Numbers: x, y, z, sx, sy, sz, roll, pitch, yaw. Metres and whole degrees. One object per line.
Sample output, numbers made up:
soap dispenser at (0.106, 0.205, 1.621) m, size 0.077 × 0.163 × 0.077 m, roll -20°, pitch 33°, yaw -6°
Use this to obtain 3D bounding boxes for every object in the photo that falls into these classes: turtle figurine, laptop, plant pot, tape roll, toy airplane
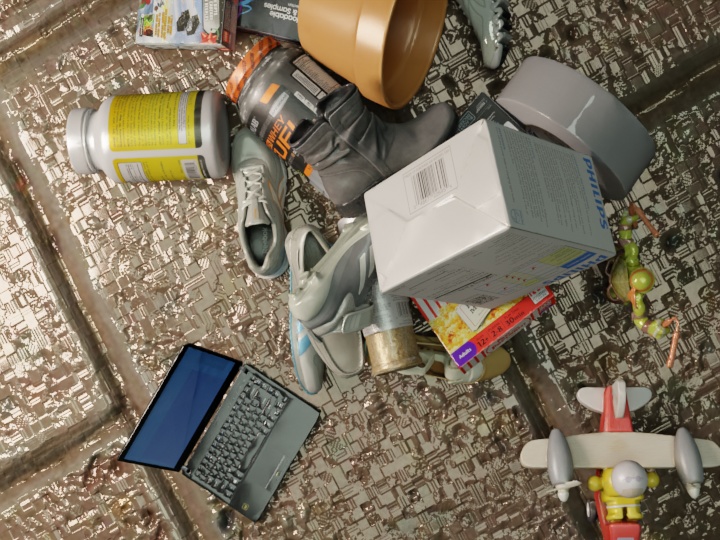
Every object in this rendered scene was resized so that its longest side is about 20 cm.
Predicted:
turtle figurine at (0.339, 0.019, 1.166) m, size 0.063 × 0.161 × 0.205 m, roll -16°, pitch 91°, yaw 3°
laptop at (-0.182, 0.218, 1.227) m, size 0.198 × 0.103 × 0.179 m, roll 32°, pitch 93°, yaw 2°
plant pot at (0.012, -0.321, 1.170) m, size 0.138 × 0.200 × 0.204 m, roll 20°, pitch 93°, yaw 19°
tape roll at (0.262, -0.173, 1.144) m, size 0.199 × 0.200 × 0.067 m, roll 37°, pitch 90°, yaw 1°
toy airplane at (0.333, 0.240, 1.183) m, size 0.200 × 0.141 × 0.199 m, roll -45°, pitch 88°, yaw 3°

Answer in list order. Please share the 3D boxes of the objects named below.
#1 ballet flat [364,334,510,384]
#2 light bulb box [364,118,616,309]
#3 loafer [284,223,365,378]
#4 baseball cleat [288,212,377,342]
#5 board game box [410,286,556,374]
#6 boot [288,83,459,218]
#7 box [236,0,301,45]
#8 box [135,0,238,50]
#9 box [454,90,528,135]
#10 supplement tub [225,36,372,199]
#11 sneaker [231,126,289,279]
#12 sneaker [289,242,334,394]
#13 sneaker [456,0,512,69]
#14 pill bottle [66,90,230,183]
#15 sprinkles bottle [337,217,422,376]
ballet flat at (0.100, 0.122, 1.227) m, size 0.195 × 0.063 × 0.070 m, roll 7°, pitch 119°, yaw 5°
light bulb box at (0.144, -0.053, 1.046) m, size 0.197 × 0.197 × 0.128 m, roll -27°, pitch 64°, yaw 42°
loafer at (-0.042, 0.041, 1.166) m, size 0.069 × 0.070 × 0.204 m, roll -24°, pitch 96°, yaw -15°
baseball cleat at (0.000, 0.000, 1.122) m, size 0.200 × 0.069 × 0.107 m, roll -44°, pitch 114°, yaw -13°
board game box at (0.134, 0.005, 1.202) m, size 0.150 × 0.046 × 0.202 m, roll -37°, pitch 68°, yaw 4°
boot at (0.020, -0.169, 1.103) m, size 0.199 × 0.070 × 0.133 m, roll -42°, pitch 118°, yaw -13°
box at (-0.101, -0.411, 1.240) m, size 0.140 × 0.036 × 0.205 m, roll 14°, pitch 91°, yaw 4°
box at (-0.223, -0.396, 1.225) m, size 0.134 × 0.040 × 0.205 m, roll 7°, pitch 92°, yaw 22°
box at (0.203, -0.130, 1.193) m, size 0.200 × 0.117 × 0.060 m, roll 44°, pitch 91°, yaw 2°
supplement tub at (-0.071, -0.199, 1.201) m, size 0.199 × 0.123 × 0.123 m, roll 41°, pitch 93°, yaw 2°
sneaker at (-0.132, -0.090, 1.222) m, size 0.074 × 0.092 × 0.205 m, roll -11°, pitch 90°, yaw 3°
sneaker at (-0.054, 0.063, 1.232) m, size 0.079 × 0.077 × 0.205 m, roll 0°, pitch 95°, yaw -3°
sneaker at (0.152, -0.362, 1.217) m, size 0.079 × 0.075 × 0.205 m, roll -8°, pitch 89°, yaw 17°
pill bottle at (-0.275, -0.174, 1.217) m, size 0.195 × 0.112 × 0.115 m, roll -2°, pitch 92°, yaw 3°
sprinkles bottle at (0.024, 0.027, 1.176) m, size 0.067 × 0.068 × 0.205 m, roll -14°, pitch 82°, yaw 3°
